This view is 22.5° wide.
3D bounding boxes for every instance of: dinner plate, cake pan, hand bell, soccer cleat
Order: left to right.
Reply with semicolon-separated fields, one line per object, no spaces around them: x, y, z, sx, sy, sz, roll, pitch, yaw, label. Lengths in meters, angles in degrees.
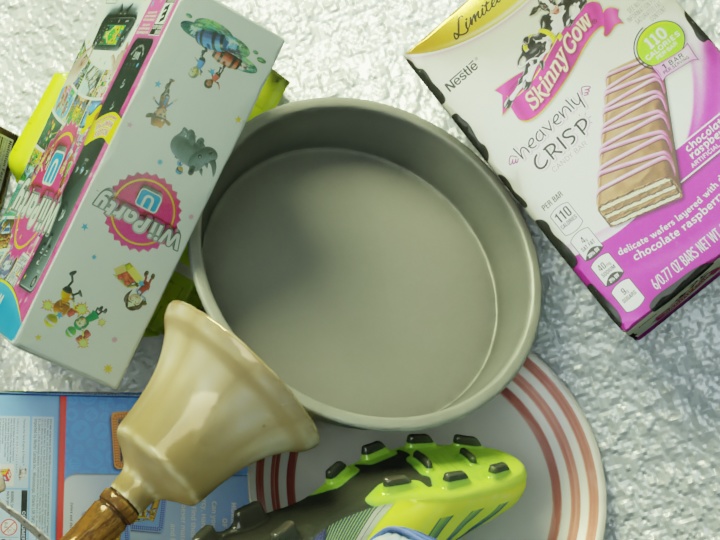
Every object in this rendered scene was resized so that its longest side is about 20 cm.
-0.123;0.122;0.887;0.104;0.104;0.200;38;73;15;hand bell
-0.001;0.144;0.923;0.065;0.199;0.084;24;127;53;soccer cleat
0.000;0.000;0.976;0.199;0.037;0.201;9;59;-16;cake pan
0.036;0.118;0.978;0.199;0.024;0.201;5;69;-13;dinner plate

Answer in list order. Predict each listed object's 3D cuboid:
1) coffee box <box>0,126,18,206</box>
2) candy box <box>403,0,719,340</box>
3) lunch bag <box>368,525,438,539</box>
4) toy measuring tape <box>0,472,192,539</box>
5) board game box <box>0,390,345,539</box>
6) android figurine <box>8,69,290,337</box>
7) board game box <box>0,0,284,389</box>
-0.294;-0.071;1.026;0.114;0.200;0.080;13;85;15;coffee box
0.138;-0.082;0.992;0.136;0.061;0.200;-40;75;7;candy box
0.023;0.196;0.790;0.082;0.200;0.161;40;80;-17;lunch bag
-0.103;0.149;0.943;0.200;0.074;0.074;41;94;-7;toy measuring tape
-0.109;0.142;0.994;0.199;0.037;0.152;2;88;-10;board game box
-0.126;-0.044;1.063;0.181;0.041;0.201;27;90;15;android figurine
-0.132;-0.050;0.970;0.064;0.147;0.201;25;87;-23;board game box
